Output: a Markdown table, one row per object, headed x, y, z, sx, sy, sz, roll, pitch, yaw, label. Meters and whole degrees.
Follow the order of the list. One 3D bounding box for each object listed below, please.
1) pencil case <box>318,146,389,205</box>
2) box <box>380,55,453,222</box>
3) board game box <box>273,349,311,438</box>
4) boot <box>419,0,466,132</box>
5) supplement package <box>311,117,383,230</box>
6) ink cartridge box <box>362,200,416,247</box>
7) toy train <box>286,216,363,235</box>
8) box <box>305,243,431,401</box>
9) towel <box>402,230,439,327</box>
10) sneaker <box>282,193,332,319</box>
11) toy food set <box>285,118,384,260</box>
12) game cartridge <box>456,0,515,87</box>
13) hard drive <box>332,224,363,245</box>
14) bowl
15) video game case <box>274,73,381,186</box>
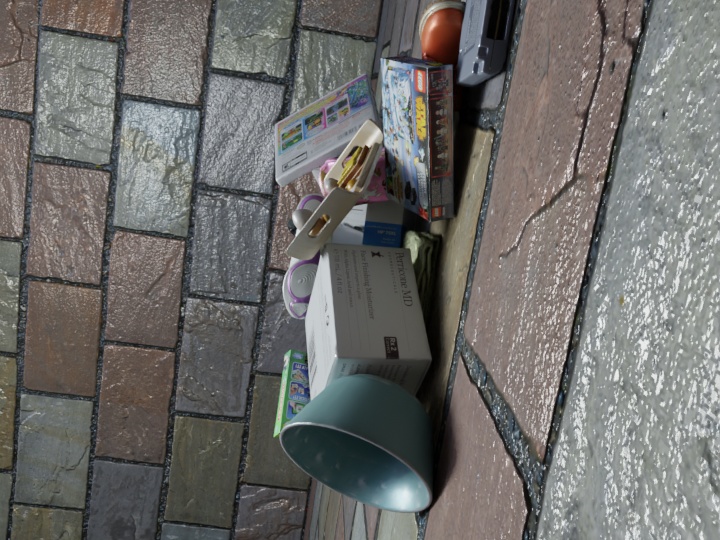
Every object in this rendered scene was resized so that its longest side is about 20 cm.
| x | y | z | sx | sy | sz | roll | pitch | yaw | label |
| --- | --- | --- | --- | --- | --- | --- | --- | --- | --- |
| 0.026 | -0.152 | 1.176 | 0.200 | 0.083 | 0.087 | -9 | 80 | 38 | pencil case |
| 0.076 | -0.180 | 1.007 | 0.137 | 0.040 | 0.200 | -139 | 42 | -59 | box |
| -0.028 | 0.210 | 1.156 | 0.029 | 0.200 | 0.135 | 133 | 148 | -52 | board game box |
| 0.116 | -0.266 | 1.008 | 0.200 | 0.075 | 0.107 | 85 | -175 | -61 | boot |
| -0.001 | -0.172 | 1.377 | 0.114 | 0.109 | 0.200 | -65 | -32 | -29 | supplement package |
| 0.059 | -0.134 | 1.284 | 0.116 | 0.067 | 0.200 | 12 | -95 | -76 | ink cartridge box |
| -0.049 | -0.068 | 1.429 | 0.034 | 0.200 | 0.046 | -66 | -28 | -28 | toy train |
| 0.002 | 0.099 | 1.072 | 0.200 | 0.130 | 0.199 | 107 | 161 | -47 | box |
| 0.082 | 0.010 | 1.152 | 0.200 | 0.036 | 0.149 | -117 | 35 | -82 | towel |
| -0.074 | -0.019 | 1.211 | 0.100 | 0.075 | 0.200 | 50 | -130 | -83 | sneaker |
| -0.039 | -0.120 | 1.067 | 0.144 | 0.060 | 0.200 | -49 | 14 | 39 | toy food set |
| 0.151 | -0.321 | 0.876 | 0.133 | 0.040 | 0.200 | -134 | 52 | -79 | game cartridge |
| 0.000 | 0.000 | 1.325 | 0.027 | 0.200 | 0.132 | -9 | 69 | 45 | hard drive |
| 0.012 | 0.204 | 0.930 | 0.201 | 0.201 | 0.105 | 105 | -168 | -56 | bowl |
| -0.062 | -0.249 | 1.309 | 0.024 | 0.200 | 0.182 | 51 | -160 | -38 | video game case |
